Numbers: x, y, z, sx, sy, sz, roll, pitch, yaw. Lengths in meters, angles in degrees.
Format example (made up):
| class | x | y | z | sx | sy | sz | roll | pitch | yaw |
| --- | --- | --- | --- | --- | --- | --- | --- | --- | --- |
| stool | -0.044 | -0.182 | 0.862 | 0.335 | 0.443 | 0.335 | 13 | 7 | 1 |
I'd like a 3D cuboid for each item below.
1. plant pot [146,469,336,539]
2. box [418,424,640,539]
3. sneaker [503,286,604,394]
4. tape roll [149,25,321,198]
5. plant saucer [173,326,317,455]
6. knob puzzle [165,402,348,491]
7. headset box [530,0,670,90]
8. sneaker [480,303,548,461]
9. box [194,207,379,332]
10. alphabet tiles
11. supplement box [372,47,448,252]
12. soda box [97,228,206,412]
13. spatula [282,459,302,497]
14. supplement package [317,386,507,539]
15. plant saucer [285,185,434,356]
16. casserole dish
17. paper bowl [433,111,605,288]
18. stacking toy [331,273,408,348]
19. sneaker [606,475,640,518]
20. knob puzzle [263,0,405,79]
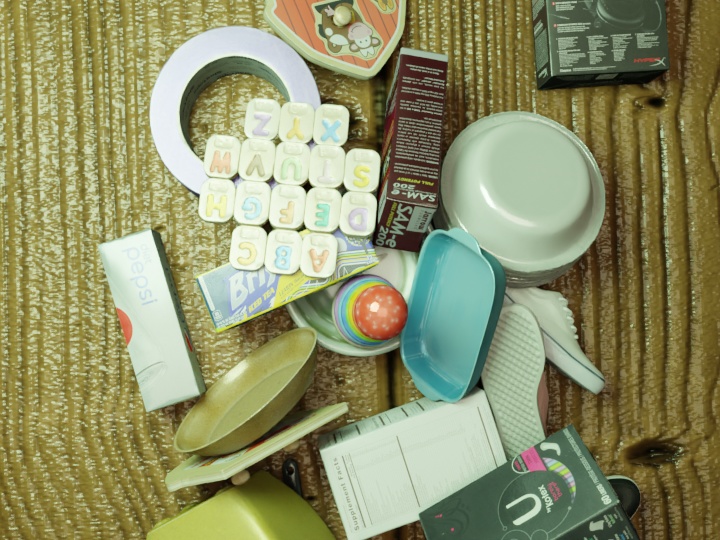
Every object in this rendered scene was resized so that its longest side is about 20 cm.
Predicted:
| class | x | y | z | sx | sy | sz | roll | pitch | yaw |
| --- | --- | --- | --- | --- | --- | --- | --- | --- | --- |
| plant pot | -0.126 | 0.338 | 1.008 | 0.193 | 0.194 | 0.202 | -28 | 84 | 9 |
| box | 0.179 | 0.280 | 0.979 | 0.198 | 0.123 | 0.107 | -32 | 123 | 5 |
| sneaker | 0.226 | 0.062 | 1.105 | 0.200 | 0.073 | 0.071 | 44 | 90 | -1 |
| tape roll | -0.144 | -0.176 | 1.088 | 0.196 | 0.085 | 0.204 | 0 | 87 | -4 |
| plant saucer | -0.119 | 0.142 | 1.026 | 0.199 | 0.200 | 0.036 | -38 | 105 | -4 |
| knob puzzle | -0.130 | 0.207 | 1.028 | 0.217 | 0.220 | 0.031 | -23 | 91 | -4 |
| headset box | 0.285 | -0.331 | 1.121 | 0.146 | 0.077 | 0.204 | -5 | 87 | -4 |
| sneaker | 0.180 | 0.124 | 1.078 | 0.074 | 0.105 | 0.204 | -6 | 106 | 10 |
| box | -0.082 | 0.000 | 1.045 | 0.197 | 0.064 | 0.071 | -23 | 89 | -3 |
| alphabet tiles | -0.078 | -0.094 | 1.020 | 0.196 | 0.015 | 0.199 | 6 | 79 | 2 |
| supplement box | 0.057 | -0.137 | 1.051 | 0.060 | 0.109 | 0.203 | 8 | 63 | -5 |
| soda box | -0.243 | 0.058 | 1.083 | 0.067 | 0.063 | 0.203 | -16 | 89 | -3 |
| spatula | -0.072 | 0.327 | 1.104 | 0.055 | 0.021 | 0.204 | -8 | 87 | 4 |
| supplement package | 0.059 | 0.218 | 1.071 | 0.197 | 0.110 | 0.116 | -18 | 90 | -4 |
| plant saucer | 0.000 | 0.000 | 1.106 | 0.196 | 0.050 | 0.204 | 0 | 88 | -3 |
| casserole dish | 0.105 | 0.049 | 1.024 | 0.038 | 0.121 | 0.203 | -8 | 121 | -38 |
| paper bowl | 0.186 | -0.090 | 1.068 | 0.197 | 0.105 | 0.204 | 2 | 70 | -6 |
| stacking toy | 0.012 | 0.044 | 0.980 | 0.084 | 0.200 | 0.087 | 0 | 88 | -3 |
| sneaker | 0.254 | 0.311 | 1.078 | 0.197 | 0.112 | 0.074 | -25 | 90 | -4 |
| knob puzzle | -0.023 | -0.323 | 1.087 | 0.216 | 0.030 | 0.224 | 6 | 74 | -23 |
